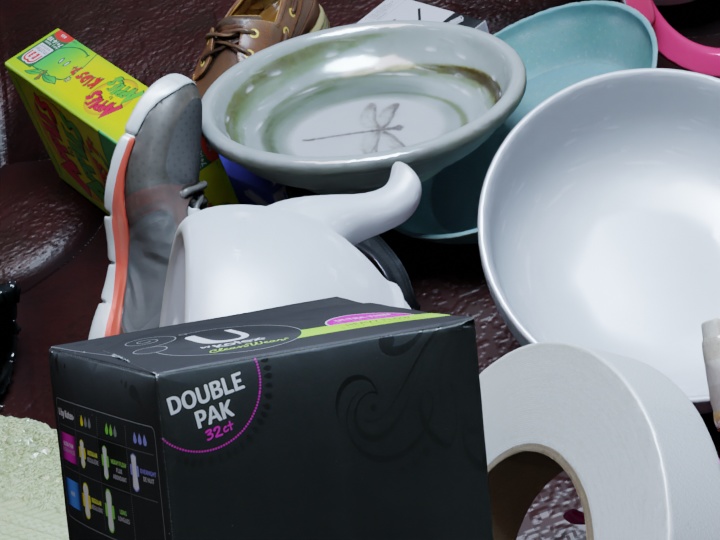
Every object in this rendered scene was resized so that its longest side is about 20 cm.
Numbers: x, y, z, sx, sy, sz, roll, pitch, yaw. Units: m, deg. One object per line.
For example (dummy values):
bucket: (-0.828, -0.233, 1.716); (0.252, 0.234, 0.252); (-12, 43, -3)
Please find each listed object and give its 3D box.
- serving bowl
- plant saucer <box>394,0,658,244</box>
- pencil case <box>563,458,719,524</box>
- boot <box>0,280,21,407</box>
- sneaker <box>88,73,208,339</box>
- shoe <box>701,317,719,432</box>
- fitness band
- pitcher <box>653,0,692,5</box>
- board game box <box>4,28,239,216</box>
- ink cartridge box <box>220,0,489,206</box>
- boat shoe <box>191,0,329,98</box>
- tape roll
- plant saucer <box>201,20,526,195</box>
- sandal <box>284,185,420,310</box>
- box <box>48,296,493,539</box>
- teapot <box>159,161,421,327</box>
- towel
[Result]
serving bowl: (0.159, -0.008, 1.018); (0.198, 0.066, 0.202); (0, 62, 0)
plant saucer: (0.099, -0.083, 1.162); (0.199, 0.036, 0.201); (-27, 34, 19)
pencil case: (0.199, 0.109, 0.869); (0.199, 0.089, 0.089); (-22, 37, -6)
boot: (-0.287, 0.025, 1.212); (0.161, 0.074, 0.199); (-3, 48, 26)
sneaker: (-0.101, -0.011, 1.106); (0.081, 0.202, 0.077); (13, 12, 19)
shoe: (0.247, 0.024, 0.926); (0.199, 0.054, 0.070); (-17, -12, -28)
fitness band: (0.220, -0.217, 1.174); (0.142, 0.202, 0.037); (-15, 11, 4)
pitcher: (0.159, -0.237, 1.287); (0.171, 0.122, 0.200); (-30, 30, -16)
board game box: (-0.152, -0.077, 1.249); (0.047, 0.102, 0.200); (-36, 40, -18)
ink cartridge box: (-0.010, -0.104, 1.262); (0.200, 0.044, 0.094); (-42, 40, -24)
boat shoe: (-0.085, -0.145, 1.327); (0.071, 0.068, 0.201); (2, 43, 27)
tape roll: (0.082, 0.132, 0.831); (0.037, 0.204, 0.203); (14, 25, -29)
plant saucer: (0.003, -0.090, 1.152); (0.198, 0.051, 0.201); (-6, 29, 3)
sandal: (-0.001, -0.001, 1.106); (0.048, 0.076, 0.201); (-24, 37, 1)
box: (-0.034, 0.122, 0.796); (0.148, 0.202, 0.124); (-8, 7, -29)
teapot: (-0.027, 0.067, 0.956); (0.145, 0.201, 0.198); (6, 24, -11)
towel: (-0.186, 0.144, 1.050); (0.199, 0.037, 0.149); (11, 47, 34)
